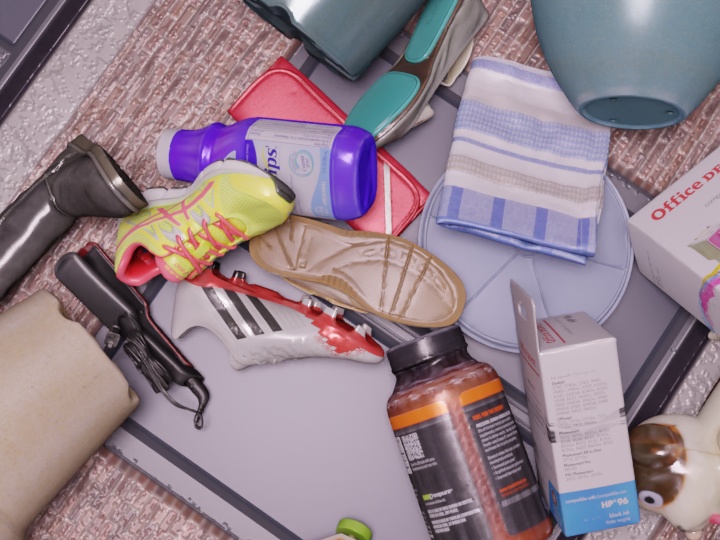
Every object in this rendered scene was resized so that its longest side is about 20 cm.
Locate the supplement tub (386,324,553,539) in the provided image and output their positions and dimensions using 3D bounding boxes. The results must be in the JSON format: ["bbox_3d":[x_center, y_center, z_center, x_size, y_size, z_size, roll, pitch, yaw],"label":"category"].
[{"bbox_3d":[0.088,0.152,0.985,0.106,0.107,0.201,-19,84,-3],"label":"supplement tub"}]

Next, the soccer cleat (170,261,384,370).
[{"bbox_3d":[-0.077,0.058,1.019,0.199,0.069,0.086,21,92,5],"label":"soccer cleat"}]

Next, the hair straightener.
[{"bbox_3d":[-0.207,0.065,1.011,0.041,0.077,0.200,-37,89,25],"label":"hair straightener"}]

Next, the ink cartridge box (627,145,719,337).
[{"bbox_3d":[0.350,-0.013,0.966,0.144,0.085,0.200,-38,45,-6],"label":"ink cartridge box"}]

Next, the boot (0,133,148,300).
[{"bbox_3d":[-0.288,-0.026,0.981,0.200,0.182,0.073,-41,114,-11],"label":"boot"}]

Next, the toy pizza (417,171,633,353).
[{"bbox_3d":[0.152,-0.023,1.044,0.199,0.032,0.201,0,82,-1],"label":"toy pizza"}]

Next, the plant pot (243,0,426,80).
[{"bbox_3d":[-0.006,-0.290,1.004,0.200,0.200,0.196,37,93,4],"label":"plant pot"}]

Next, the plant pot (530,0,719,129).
[{"bbox_3d":[0.240,-0.200,0.977,0.199,0.200,0.135,7,81,0],"label":"plant pot"}]

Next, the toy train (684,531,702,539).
[{"bbox_3d":[0.255,0.319,0.997,0.199,0.056,0.151,-19,79,-4],"label":"toy train"}]

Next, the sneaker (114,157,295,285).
[{"bbox_3d":[-0.138,-0.031,0.976,0.199,0.078,0.091,-16,48,37],"label":"sneaker"}]

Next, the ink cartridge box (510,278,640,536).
[{"bbox_3d":[0.181,0.107,0.963,0.067,0.116,0.201,-10,99,-1],"label":"ink cartridge box"}]

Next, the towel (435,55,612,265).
[{"bbox_3d":[0.154,-0.106,1.018,0.146,0.024,0.201,15,58,1],"label":"towel"}]

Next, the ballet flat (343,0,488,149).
[{"bbox_3d":[0.056,-0.175,1.046,0.064,0.067,0.200,38,82,-41],"label":"ballet flat"}]

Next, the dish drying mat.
[{"bbox_3d":[-0.028,-0.110,1.059,0.200,0.018,0.077,43,86,4],"label":"dish drying mat"}]

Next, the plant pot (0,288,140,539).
[{"bbox_3d":[-0.297,0.122,0.957,0.183,0.200,0.201,-41,85,-17],"label":"plant pot"}]

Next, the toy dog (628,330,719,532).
[{"bbox_3d":[0.321,0.145,0.975,0.199,0.140,0.194,-28,68,-3],"label":"toy dog"}]

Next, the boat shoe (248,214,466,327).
[{"bbox_3d":[0.000,0.000,1.020,0.199,0.069,0.074,21,84,7],"label":"boat shoe"}]

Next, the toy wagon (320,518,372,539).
[{"bbox_3d":[0.020,0.310,0.967,0.199,0.040,0.156,24,58,4],"label":"toy wagon"}]

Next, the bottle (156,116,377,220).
[{"bbox_3d":[-0.085,-0.095,1.013,0.199,0.065,0.084,9,120,18],"label":"bottle"}]
